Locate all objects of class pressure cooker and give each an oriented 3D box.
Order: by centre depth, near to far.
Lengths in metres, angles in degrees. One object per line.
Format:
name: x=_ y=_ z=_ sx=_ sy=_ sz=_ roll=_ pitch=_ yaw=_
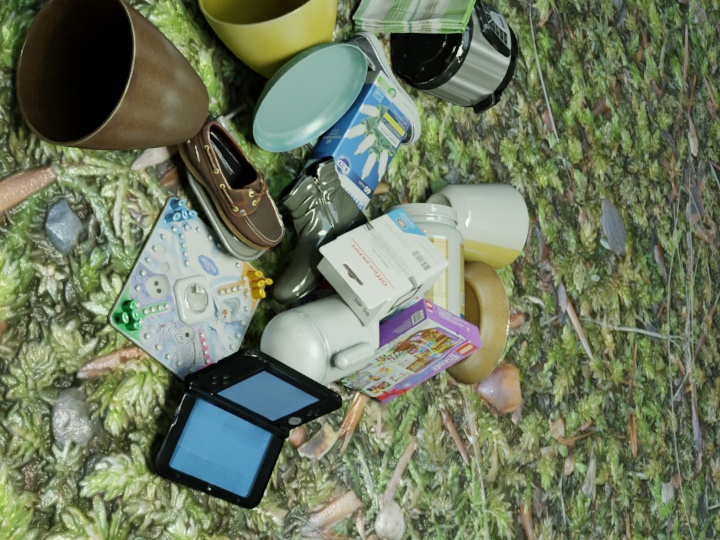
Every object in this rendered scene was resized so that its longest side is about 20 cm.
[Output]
pressure cooker: x=0.173 y=-0.379 z=1.775 sx=0.198 sy=0.178 sz=0.178 roll=12 pitch=103 yaw=-46

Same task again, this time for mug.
mug: x=0.188 y=-0.066 z=1.761 sx=0.151 sy=0.148 sz=0.190 roll=6 pitch=72 yaw=-39

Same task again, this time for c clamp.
c clamp: x=-0.167 y=-0.121 z=1.434 sx=0.170 sy=0.027 sz=0.203 roll=-36 pitch=105 yaw=-50

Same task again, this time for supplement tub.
supplement tub: x=0.095 y=0.006 z=1.637 sx=0.143 sy=0.143 sz=0.204 roll=13 pitch=74 yaw=-46

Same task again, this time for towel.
towel: x=0.095 y=-0.451 z=1.680 sx=0.031 sy=0.197 sz=0.151 roll=60 pitch=42 yaw=-52

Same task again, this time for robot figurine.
robot figurine: x=-0.058 y=0.101 z=1.430 sx=0.198 sy=0.168 sz=0.115 roll=-17 pitch=110 yaw=-43

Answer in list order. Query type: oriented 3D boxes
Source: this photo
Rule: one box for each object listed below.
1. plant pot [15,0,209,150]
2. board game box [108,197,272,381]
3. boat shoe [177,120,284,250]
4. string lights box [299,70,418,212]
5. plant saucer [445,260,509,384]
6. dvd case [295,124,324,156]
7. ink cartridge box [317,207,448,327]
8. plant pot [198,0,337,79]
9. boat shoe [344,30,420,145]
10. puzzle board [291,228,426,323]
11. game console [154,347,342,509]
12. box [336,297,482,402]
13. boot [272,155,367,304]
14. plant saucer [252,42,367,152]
plant pot: x=-0.281 y=-0.224 z=1.254 sx=0.199 sy=0.184 sz=0.191 roll=14 pitch=73 yaw=-61
board game box: x=-0.218 y=0.038 z=1.370 sx=0.200 sy=0.026 sz=0.202 roll=44 pitch=53 yaw=-35
boat shoe: x=-0.163 y=-0.112 z=1.373 sx=0.201 sy=0.070 sz=0.071 roll=51 pitch=47 yaw=-24
string lights box: x=-0.001 y=-0.195 z=1.581 sx=0.103 sy=0.059 sz=0.202 roll=40 pitch=70 yaw=-35
plant saucer: x=0.167 y=0.083 z=1.674 sx=0.035 sy=0.199 sz=0.204 roll=7 pitch=77 yaw=-30
dvd case: x=-0.048 y=-0.236 z=1.612 sx=0.200 sy=0.022 sz=0.147 roll=49 pitch=50 yaw=-32
ink cartridge box: x=0.022 y=-0.001 z=1.443 sx=0.116 sy=0.068 sz=0.199 roll=48 pitch=40 yaw=12
plant pot: x=-0.115 y=-0.355 z=1.457 sx=0.143 sy=0.197 sz=0.202 roll=71 pitch=37 yaw=-48
boat shoe: x=0.030 y=-0.288 z=1.671 sx=0.068 sy=0.071 sz=0.202 roll=-42 pitch=112 yaw=-45
puzzle board: x=0.000 y=0.000 z=1.538 sx=0.196 sy=0.017 sz=0.153 roll=6 pitch=76 yaw=-8
game console: x=-0.140 y=0.210 z=1.339 sx=0.199 sy=0.174 sz=0.118 roll=34 pitch=40 yaw=-44
box: x=0.065 y=0.124 z=1.545 sx=0.136 sy=0.199 sz=0.040 roll=28 pitch=39 yaw=-41
boot: x=-0.084 y=-0.061 z=1.468 sx=0.201 sy=0.067 sz=0.131 roll=-50 pitch=124 yaw=-23
plant saucer: x=-0.077 y=-0.252 z=1.467 sx=0.199 sy=0.201 sz=0.028 roll=-15 pitch=58 yaw=-48
